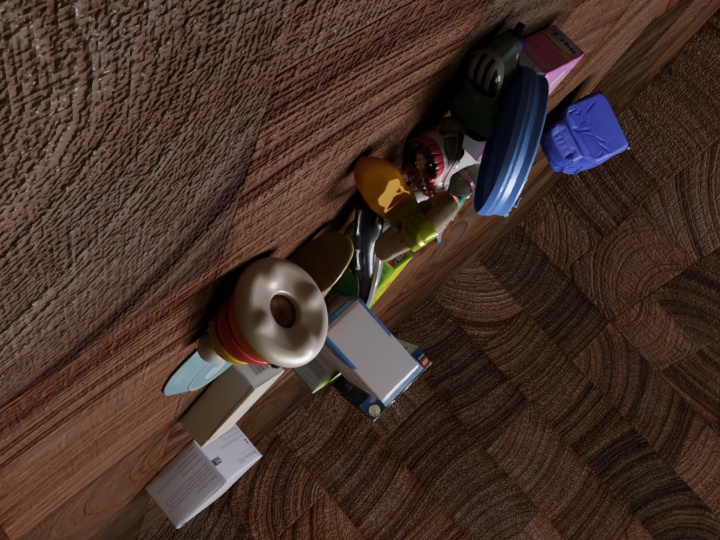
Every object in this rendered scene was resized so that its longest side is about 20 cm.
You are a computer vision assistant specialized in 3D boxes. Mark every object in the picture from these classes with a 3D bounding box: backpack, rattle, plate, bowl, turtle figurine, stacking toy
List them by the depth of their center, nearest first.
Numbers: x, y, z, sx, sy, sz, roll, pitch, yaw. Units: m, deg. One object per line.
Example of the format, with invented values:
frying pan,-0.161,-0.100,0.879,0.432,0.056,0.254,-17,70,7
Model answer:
bowl,0.198,-0.167,1.056,0.201,0.039,0.201,-165,-90,-88
stacking toy,-0.154,0.078,1.075,0.200,0.146,0.146,-25,-175,42
rattle,0.061,-0.105,1.091,0.130,0.143,0.200,-48,-179,37
plate,-0.225,0.138,1.270,0.200,0.026,0.200,-42,172,-8
turtle figurine,0.183,-0.146,1.397,0.200,0.150,0.101,-35,142,-6
backpack,0.513,-0.318,1.906,0.168,0.163,0.200,-21,179,-3

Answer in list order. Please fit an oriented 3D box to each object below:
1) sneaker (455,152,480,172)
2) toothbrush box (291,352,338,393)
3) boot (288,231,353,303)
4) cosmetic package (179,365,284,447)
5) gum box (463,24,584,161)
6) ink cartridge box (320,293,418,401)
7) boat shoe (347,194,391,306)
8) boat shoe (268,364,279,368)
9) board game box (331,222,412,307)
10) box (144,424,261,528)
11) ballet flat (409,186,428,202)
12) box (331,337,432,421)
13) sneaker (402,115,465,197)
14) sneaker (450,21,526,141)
sneaker,0.222,-0.217,1.345,0.200,0.081,0.075,-37,172,-21
toothbrush box,-0.068,0.122,1.492,0.086,0.146,0.200,-46,171,24
boot,-0.072,0.017,1.212,0.200,0.073,0.155,-51,174,13
cosmetic package,-0.245,0.238,1.519,0.200,0.073,0.103,-49,170,31
gum box,0.226,-0.258,1.190,0.113,0.066,0.200,-33,168,-41
ink cartridge box,-0.011,0.117,1.280,0.084,0.145,0.200,-43,-168,-11
boat shoe,0.008,-0.030,1.192,0.076,0.060,0.200,-76,178,-54
boat shoe,-0.135,0.110,1.303,0.074,0.060,0.200,-58,-177,6
board game box,0.000,0.000,1.338,0.048,0.102,0.200,-35,169,-36
box,-0.384,0.497,1.971,0.200,0.131,0.199,-45,172,16
ballet flat,0.045,-0.069,1.369,0.069,0.069,0.200,-31,161,-53
box,0.032,0.178,1.375,0.137,0.038,0.200,-45,-168,-9
sneaker,0.117,-0.158,1.167,0.082,0.078,0.200,-42,172,-9
sneaker,0.177,-0.241,1.052,0.088,0.074,0.200,-45,172,-12
